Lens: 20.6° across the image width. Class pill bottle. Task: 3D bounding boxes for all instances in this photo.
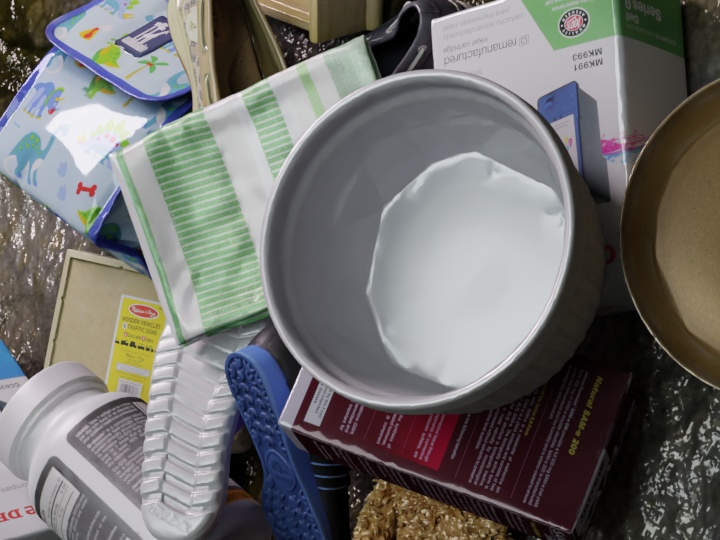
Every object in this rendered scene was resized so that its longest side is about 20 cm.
[{"bbox_3d":[-0.168,0.161,1.430,0.200,0.116,0.117,39,108,27],"label":"pill bottle"}]

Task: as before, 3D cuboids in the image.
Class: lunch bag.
[{"bbox_3d":[-0.167,-0.119,1.499,0.170,0.127,0.200,34,87,40],"label":"lunch bag"}]

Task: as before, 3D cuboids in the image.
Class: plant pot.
[{"bbox_3d":[0.250,-0.021,1.142,0.199,0.027,0.202,-2,81,15],"label":"plant pot"}]

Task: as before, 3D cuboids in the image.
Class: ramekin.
[{"bbox_3d":[0.050,-0.009,1.168,0.199,0.105,0.202,-6,75,24],"label":"ramekin"}]

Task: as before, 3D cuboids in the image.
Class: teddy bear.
[{"bbox_3d":[0.056,0.151,1.293,0.144,0.067,0.201,-1,82,38],"label":"teddy bear"}]

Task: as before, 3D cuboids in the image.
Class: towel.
[{"bbox_3d":[-0.060,-0.049,1.331,0.199,0.023,0.153,-22,86,16],"label":"towel"}]

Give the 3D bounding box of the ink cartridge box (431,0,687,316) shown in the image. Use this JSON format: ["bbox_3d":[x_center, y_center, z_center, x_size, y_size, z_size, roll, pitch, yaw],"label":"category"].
[{"bbox_3d":[0.130,-0.074,1.256,0.145,0.087,0.201,-10,78,38],"label":"ink cartridge box"}]

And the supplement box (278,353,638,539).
[{"bbox_3d":[0.062,0.089,1.239,0.199,0.061,0.109,19,75,18],"label":"supplement box"}]

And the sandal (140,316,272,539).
[{"bbox_3d":[-0.107,0.093,1.370,0.082,0.050,0.204,9,72,23],"label":"sandal"}]

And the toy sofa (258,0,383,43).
[{"bbox_3d":[-0.061,-0.238,1.460,0.199,0.097,0.083,25,123,40],"label":"toy sofa"}]

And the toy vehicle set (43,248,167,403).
[{"bbox_3d":[-0.165,0.060,1.523,0.199,0.026,0.125,12,91,41],"label":"toy vehicle set"}]

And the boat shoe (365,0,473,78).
[{"bbox_3d":[-0.006,-0.137,1.396,0.199,0.063,0.073,-29,68,35],"label":"boat shoe"}]

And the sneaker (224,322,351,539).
[{"bbox_3d":[-0.029,0.122,1.345,0.070,0.078,0.201,21,134,45],"label":"sneaker"}]

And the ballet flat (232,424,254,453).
[{"bbox_3d":[-0.112,0.034,1.421,0.066,0.057,0.201,-12,89,22],"label":"ballet flat"}]

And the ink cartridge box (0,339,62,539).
[{"bbox_3d":[-0.304,0.160,1.532,0.200,0.146,0.086,49,133,32],"label":"ink cartridge box"}]

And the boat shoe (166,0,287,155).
[{"bbox_3d":[-0.082,-0.127,1.383,0.201,0.073,0.063,66,149,14],"label":"boat shoe"}]
